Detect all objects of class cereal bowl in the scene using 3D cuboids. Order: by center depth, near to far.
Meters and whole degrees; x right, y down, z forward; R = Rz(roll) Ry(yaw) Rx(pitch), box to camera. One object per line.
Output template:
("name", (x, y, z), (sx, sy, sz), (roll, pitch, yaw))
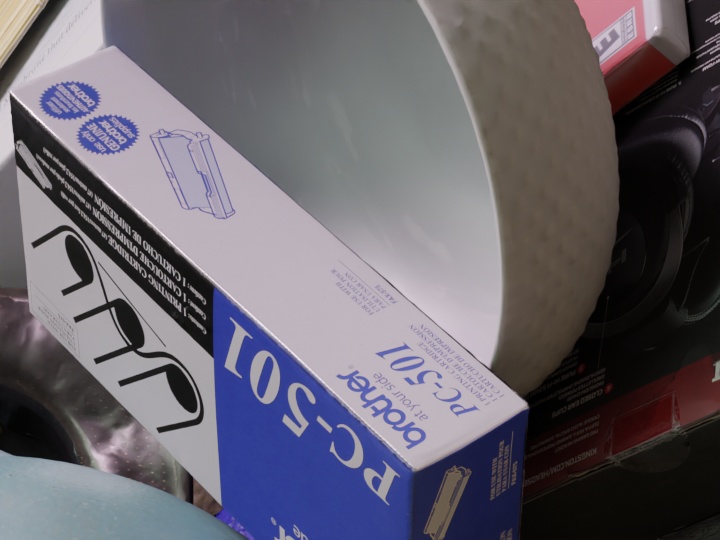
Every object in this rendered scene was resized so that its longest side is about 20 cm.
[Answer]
("cereal bowl", (0.009, -0.050, 0.764), (0.083, 0.200, 0.200), (-26, 12, -31))

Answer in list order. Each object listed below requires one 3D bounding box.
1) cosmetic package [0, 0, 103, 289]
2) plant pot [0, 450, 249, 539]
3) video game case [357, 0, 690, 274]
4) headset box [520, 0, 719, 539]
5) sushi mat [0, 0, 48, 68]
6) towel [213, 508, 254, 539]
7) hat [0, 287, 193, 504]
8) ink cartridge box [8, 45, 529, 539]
("cosmetic package", (-0.117, -0.068, 1.108), (0.199, 0.123, 0.200), (-47, 28, 20))
("plant pot", (-0.069, 0.155, 0.781), (0.134, 0.200, 0.200), (2, 52, 11))
("video game case", (0.031, -0.060, 0.883), (0.200, 0.017, 0.143), (-39, 28, 28))
("headset box", (0.119, 0.004, 0.770), (0.149, 0.077, 0.200), (-31, 38, 43))
("sushi mat", (-0.143, -0.122, 1.058), (0.200, 0.012, 0.096), (-54, 26, 5))
("towel", (-0.019, 0.117, 0.907), (0.200, 0.050, 0.148), (-36, 35, 35))
("hat", (-0.162, 0.101, 0.999), (0.081, 0.200, 0.201), (84, -160, -60))
("ink cartridge box", (-0.032, 0.025, 0.757), (0.044, 0.094, 0.200), (-27, 49, -28))
